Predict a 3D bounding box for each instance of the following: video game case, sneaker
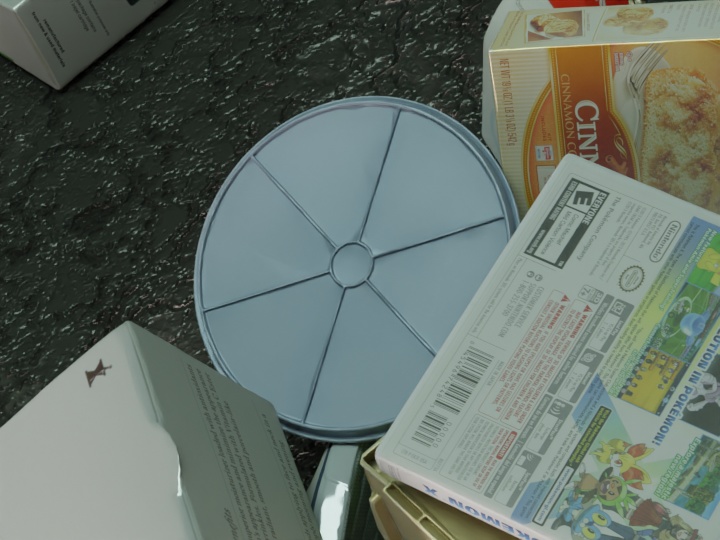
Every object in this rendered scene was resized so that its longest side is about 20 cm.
[{"bbox_3d":[0.133,0.053,1.415,0.182,0.022,0.200,24,66,23],"label":"video game case"},{"bbox_3d":[-0.032,0.161,1.576,0.070,0.073,0.201,-4,44,25],"label":"sneaker"}]

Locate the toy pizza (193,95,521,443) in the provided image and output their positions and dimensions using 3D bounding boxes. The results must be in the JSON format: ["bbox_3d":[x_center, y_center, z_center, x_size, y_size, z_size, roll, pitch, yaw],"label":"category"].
[{"bbox_3d":[0.000,0.000,1.610,0.199,0.032,0.202,-6,74,20],"label":"toy pizza"}]

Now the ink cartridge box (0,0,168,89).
[{"bbox_3d":[-0.203,-0.246,2.142,0.200,0.083,0.146,-41,39,-16],"label":"ink cartridge box"}]

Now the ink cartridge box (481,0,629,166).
[{"bbox_3d":[0.116,-0.127,1.710,0.047,0.201,0.160,-11,35,-11],"label":"ink cartridge box"}]

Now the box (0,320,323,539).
[{"bbox_3d":[-0.128,0.175,1.504,0.200,0.131,0.200,-39,46,18],"label":"box"}]

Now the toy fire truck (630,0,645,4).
[{"bbox_3d":[0.175,-0.134,1.725,0.049,0.141,0.201,-21,38,10],"label":"toy fire truck"}]

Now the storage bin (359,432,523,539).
[{"bbox_3d":[0.136,0.114,1.453,0.200,0.094,0.198,-41,60,-13],"label":"storage bin"}]

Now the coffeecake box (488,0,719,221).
[{"bbox_3d":[0.182,-0.068,1.596,0.199,0.154,0.073,-2,23,14],"label":"coffeecake box"}]
